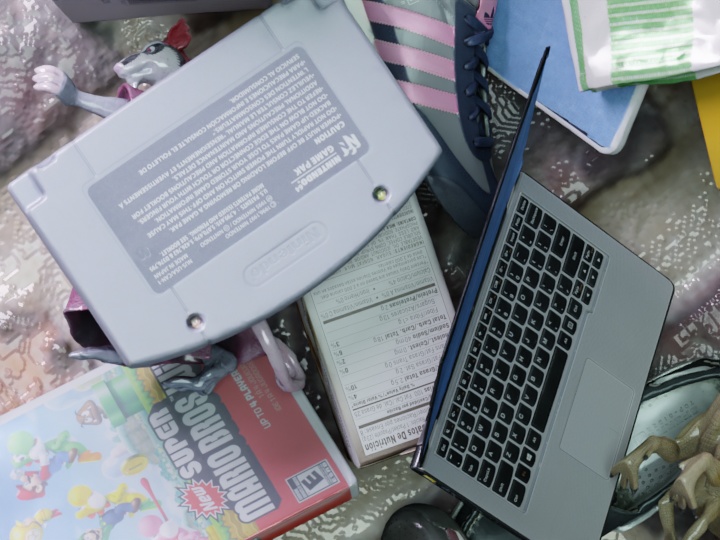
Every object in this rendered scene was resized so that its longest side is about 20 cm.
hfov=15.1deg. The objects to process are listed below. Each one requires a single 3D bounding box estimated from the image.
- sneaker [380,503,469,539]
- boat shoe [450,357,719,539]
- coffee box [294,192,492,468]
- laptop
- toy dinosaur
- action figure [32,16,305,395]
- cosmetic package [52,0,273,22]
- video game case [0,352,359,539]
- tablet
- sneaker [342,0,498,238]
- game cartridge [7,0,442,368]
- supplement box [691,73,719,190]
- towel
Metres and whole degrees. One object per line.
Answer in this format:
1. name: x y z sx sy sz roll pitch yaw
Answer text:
1. sneaker: 0.013 0.232 1.477 0.115 0.075 0.201 -3 89 -44
2. boat shoe: 0.132 0.111 1.512 0.200 0.060 0.076 -37 89 -2
3. coffee box: 0.000 0.000 1.486 0.079 0.114 0.201 -19 91 -2
4. laptop: 0.106 0.026 1.399 0.200 0.116 0.188 34 60 -26
5. toy dinosaur: 0.189 0.094 1.456 0.101 0.201 0.058 -30 51 -34
6. action figure: -0.100 -0.042 1.465 0.148 0.134 0.201 4 76 9
7. cosmetic package: -0.110 -0.245 1.443 0.122 0.199 0.201 -4 90 -1
8. video game case: -0.120 0.111 1.477 0.199 0.017 0.143 -27 57 -11
9. tablet: 0.128 -0.178 1.468 0.130 0.014 0.201 38 121 30
10. sneaker: 0.048 -0.120 1.502 0.082 0.070 0.201 -24 91 15
11. game cartridge: -0.064 -0.044 1.401 0.199 0.041 0.133 -34 87 -8
12. supplement box: 0.281 -0.165 1.434 0.199 0.132 0.198 -14 90 42
13. towel: 0.185 -0.175 1.397 0.199 0.023 0.154 -8 96 38
